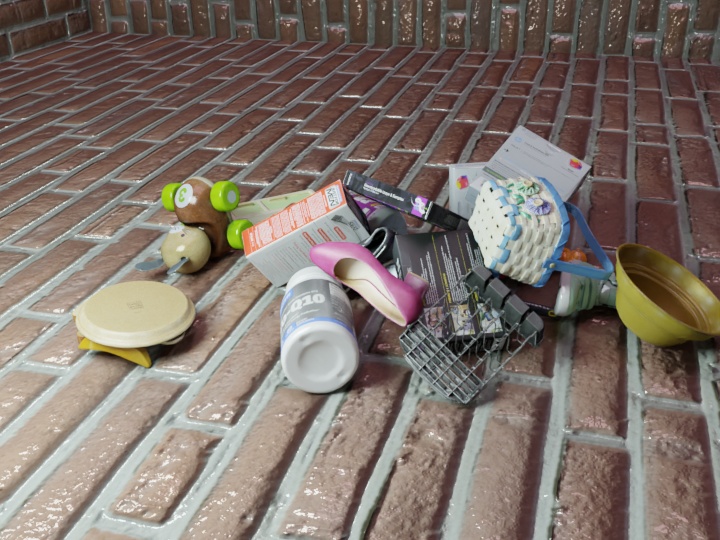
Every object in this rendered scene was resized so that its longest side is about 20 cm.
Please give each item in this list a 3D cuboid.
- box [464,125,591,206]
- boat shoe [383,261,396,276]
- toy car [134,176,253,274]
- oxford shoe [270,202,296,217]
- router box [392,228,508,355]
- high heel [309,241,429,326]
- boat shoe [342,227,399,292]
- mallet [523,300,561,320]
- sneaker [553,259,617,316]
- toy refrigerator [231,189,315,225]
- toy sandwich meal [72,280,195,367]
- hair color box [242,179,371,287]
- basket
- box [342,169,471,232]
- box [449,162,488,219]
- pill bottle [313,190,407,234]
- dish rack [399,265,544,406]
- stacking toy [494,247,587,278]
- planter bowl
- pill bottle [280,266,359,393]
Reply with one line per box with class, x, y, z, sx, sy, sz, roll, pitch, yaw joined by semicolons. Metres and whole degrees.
box;0.298;-0.156;1.415;0.155;0.041;0.200;33;56;13
boat shoe;0.000;0.000;1.417;0.198;0.071;0.066;14;-6;34
toy car;-0.322;-0.061;1.467;0.162;0.160;0.200;2;37;34
oxford shoe;-0.131;-0.068;1.498;0.074;0.072;0.199;15;-15;-25
router box;0.138;0.032;1.256;0.146;0.051;0.203;-4;58;-7
high heel;0.001;0.021;1.191;0.197;0.068;0.096;25;38;9
boat shoe;-0.022;-0.015;1.350;0.198;0.063;0.074;-28;60;13
mallet;0.230;0.060;1.320;0.197;0.067;0.041;20;10;8
sneaker;0.383;0.033;1.294;0.116;0.075;0.200;16;21;21
toy refrigerator;-0.174;-0.109;1.621;0.197;0.071;0.076;-14;30;-22
toy sandwich meal;-0.359;0.085;1.265;0.201;0.071;0.206;3;28;-2
hair color box;-0.092;-0.061;1.383;0.198;0.111;0.065;-25;51;12
basket;0.281;-0.058;1.240;0.197;0.140;0.178;10;36;-22
box;0.082;-0.112;1.357;0.199;0.037;0.142;28;7;40
box;0.269;-0.127;1.524;0.196;0.159;0.041;-5;18;-6
pill bottle;-0.014;-0.088;1.527;0.111;0.114;0.198;-25;36;-38
dish rack;0.159;0.096;1.159;0.199;0.055;0.153;-40;70;-20
stacking toy;0.315;-0.031;1.436;0.196;0.118;0.110;6;29;-11
planter bowl;0.457;0.055;1.230;0.197;0.084;0.202;20;34;-14
pill bottle;-0.065;0.081;1.200;0.112;0.116;0.201;-4;27;-5
